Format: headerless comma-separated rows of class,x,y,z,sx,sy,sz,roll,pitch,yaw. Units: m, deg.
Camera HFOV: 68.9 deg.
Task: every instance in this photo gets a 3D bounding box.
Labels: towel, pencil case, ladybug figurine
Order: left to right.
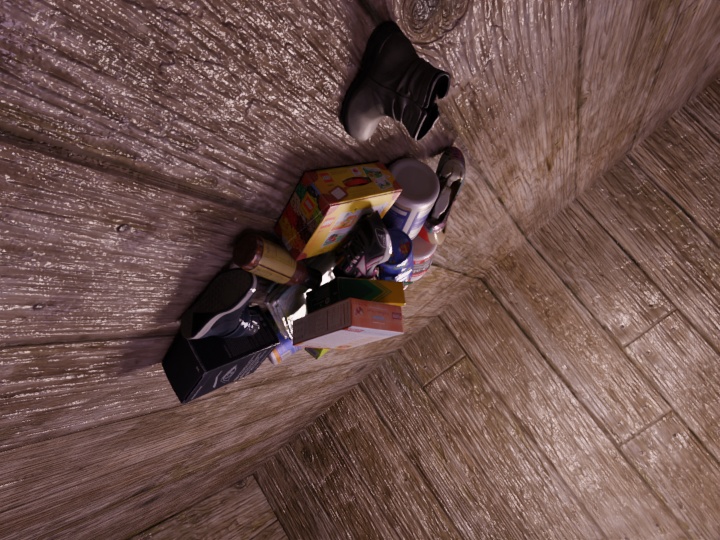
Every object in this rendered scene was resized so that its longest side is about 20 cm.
towel,-0.114,0.039,1.122,0.200,0.048,0.172,-47,151,-23
pencil case,0.069,-0.016,1.115,0.086,0.079,0.200,-33,161,-7
ladybug figurine,0.163,-0.134,1.264,0.071,0.138,0.200,-2,158,18

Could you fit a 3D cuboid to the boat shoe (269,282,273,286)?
boat shoe,-0.126,0.043,1.216,0.200,0.061,0.072,-15,152,-52

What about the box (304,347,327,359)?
box,-0.047,0.117,1.259,0.199,0.047,0.123,-34,154,-56

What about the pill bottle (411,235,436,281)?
pill bottle,0.144,-0.049,1.435,0.115,0.116,0.201,-34,162,-11

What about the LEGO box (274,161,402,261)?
LEGO box,-0.039,-0.111,0.966,0.198,0.078,0.149,-19,155,-46

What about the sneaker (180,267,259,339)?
sneaker,-0.231,0.066,1.010,0.201,0.078,0.145,-35,154,27

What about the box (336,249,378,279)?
box,0.000,0.000,1.181,0.049,0.076,0.201,-15,138,11

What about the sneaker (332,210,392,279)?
sneaker,-0.003,-0.029,0.993,0.085,0.081,0.201,-18,152,-23

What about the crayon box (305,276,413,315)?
crayon box,0.003,0.058,1.084,0.197,0.053,0.125,3,162,-36

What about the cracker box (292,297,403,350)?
cracker box,-0.029,0.111,1.041,0.132,0.059,0.199,12,157,-38

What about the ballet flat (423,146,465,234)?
ballet flat,0.187,-0.177,1.134,0.071,0.068,0.203,140,-29,-85

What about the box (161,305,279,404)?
box,-0.299,0.177,1.128,0.198,0.105,0.148,-16,156,-49

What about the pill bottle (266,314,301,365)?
pill bottle,-0.159,0.133,1.296,0.198,0.113,0.112,-33,163,-17

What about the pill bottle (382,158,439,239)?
pill bottle,0.085,-0.130,1.107,0.115,0.116,0.201,-29,162,-25

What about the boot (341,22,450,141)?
boot,0.045,-0.228,0.745,0.067,0.131,0.201,-26,160,-29

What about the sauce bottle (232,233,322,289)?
sauce bottle,-0.144,-0.007,0.962,0.066,0.066,0.199,-41,146,13
